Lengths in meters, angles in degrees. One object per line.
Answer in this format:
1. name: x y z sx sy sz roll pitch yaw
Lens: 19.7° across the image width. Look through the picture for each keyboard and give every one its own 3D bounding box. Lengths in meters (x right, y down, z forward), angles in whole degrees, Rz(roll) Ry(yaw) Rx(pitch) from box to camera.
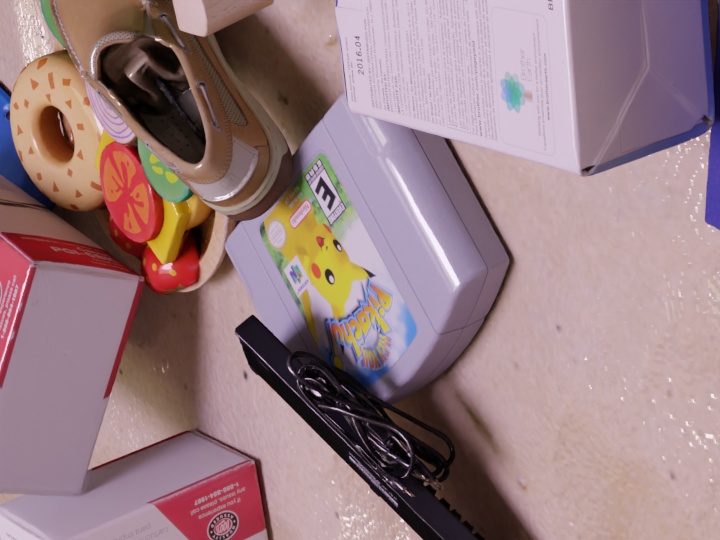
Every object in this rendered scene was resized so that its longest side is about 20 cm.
1. keyboard: 0.019 0.092 1.049 0.200 0.040 0.104 43 170 11

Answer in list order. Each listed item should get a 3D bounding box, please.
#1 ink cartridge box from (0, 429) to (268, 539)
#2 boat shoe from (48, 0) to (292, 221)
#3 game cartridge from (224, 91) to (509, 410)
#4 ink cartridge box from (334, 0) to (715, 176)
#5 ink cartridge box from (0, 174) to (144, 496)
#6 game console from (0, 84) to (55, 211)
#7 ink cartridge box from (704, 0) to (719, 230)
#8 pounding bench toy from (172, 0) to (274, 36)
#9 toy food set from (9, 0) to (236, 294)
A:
1. ink cartridge box: -0.127 0.221 1.275 0.083 0.145 0.201 17 122 51
2. boat shoe: -0.112 -0.108 1.071 0.072 0.076 0.200 -53 55 10
3. game cartridge: 0.000 0.000 1.062 0.134 0.040 0.200 59 147 11
4. ink cartridge box: 0.051 -0.129 0.867 0.200 0.076 0.137 20 121 52
5. ink cartridge box: -0.230 0.030 1.266 0.200 0.083 0.147 33 109 48
6. game console: -0.259 -0.043 1.449 0.200 0.118 0.171 44 171 36
7. ink cartridge box: 0.186 -0.064 0.733 0.200 0.047 0.198 29 131 44
8. pounding bench toy: -0.131 -0.200 1.063 0.156 0.124 0.201 -19 91 59
9. toy food set: -0.137 -0.082 1.211 0.200 0.049 0.198 53 145 25
